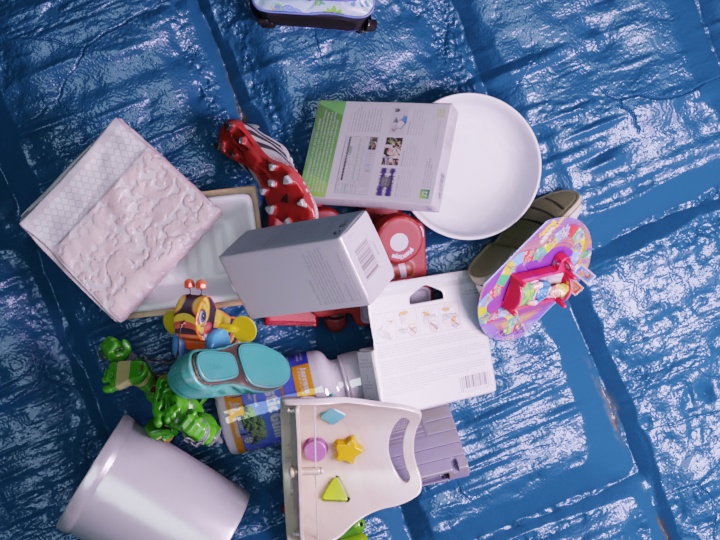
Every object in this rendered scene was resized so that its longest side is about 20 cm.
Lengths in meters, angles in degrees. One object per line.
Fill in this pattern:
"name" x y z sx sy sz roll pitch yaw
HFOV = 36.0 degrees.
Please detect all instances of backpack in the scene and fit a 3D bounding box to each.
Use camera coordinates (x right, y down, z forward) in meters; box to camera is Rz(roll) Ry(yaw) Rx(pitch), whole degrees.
"backpack" -0.059 -0.434 1.480 0.182 0.147 0.201 3 87 -6

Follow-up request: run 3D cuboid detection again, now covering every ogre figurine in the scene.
"ogre figurine" -0.243 0.165 1.409 0.199 0.120 0.098 13 69 29

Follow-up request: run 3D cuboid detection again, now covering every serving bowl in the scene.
"serving bowl" 0.145 -0.141 1.535 0.199 0.066 0.201 0 90 -4

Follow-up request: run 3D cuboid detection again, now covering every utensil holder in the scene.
"utensil holder" -0.270 0.313 1.459 0.200 0.170 0.170 32 88 -5

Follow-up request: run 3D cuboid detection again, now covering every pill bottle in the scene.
"pill bottle" -0.091 0.171 1.497 0.199 0.112 0.112 -14 91 -3

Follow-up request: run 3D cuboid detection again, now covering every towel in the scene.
"towel" -0.313 -0.067 1.441 0.191 0.032 0.200 43 90 -2

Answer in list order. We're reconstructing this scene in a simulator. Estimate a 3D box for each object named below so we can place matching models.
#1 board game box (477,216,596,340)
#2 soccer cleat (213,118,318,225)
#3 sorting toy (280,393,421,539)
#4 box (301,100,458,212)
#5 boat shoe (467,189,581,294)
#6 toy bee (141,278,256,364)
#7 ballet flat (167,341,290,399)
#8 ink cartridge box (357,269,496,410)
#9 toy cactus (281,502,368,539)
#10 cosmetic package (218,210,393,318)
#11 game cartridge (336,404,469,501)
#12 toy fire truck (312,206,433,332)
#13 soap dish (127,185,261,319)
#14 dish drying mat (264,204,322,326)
"board game box" 0.248 0.022 1.503 0.200 0.158 0.039 -45 50 -1
"soccer cleat" -0.113 -0.131 1.483 0.200 0.085 0.069 46 119 21
"sorting toy" -0.010 0.236 1.410 0.179 0.107 0.201 -2 105 -6
"box" 0.022 -0.155 1.484 0.199 0.036 0.145 6 75 24
"boat shoe" 0.235 -0.033 1.543 0.200 0.075 0.068 -40 124 -13
"toy bee" -0.197 0.068 1.424 0.130 0.200 0.109 6 87 1
"ballet flat" -0.169 0.127 1.381 0.070 0.200 0.068 -23 75 27
"ink cartridge box" 0.086 0.096 1.498 0.200 0.044 0.174 -8 89 -34
"toy cactus" -0.062 0.393 1.518 0.165 0.102 0.200 -32 101 7
"cosmetic package" -0.069 -0.005 1.391 0.200 0.074 0.102 -6 119 36
"game cartridge" 0.036 0.244 1.509 0.199 0.130 0.038 -12 134 -4
"toy fire truck" 0.000 0.000 1.505 0.199 0.112 0.168 -10 110 -13
"soap dish" -0.230 -0.024 1.502 0.199 0.081 0.158 -7 91 -3
"dish drying mat" -0.093 -0.023 1.544 0.077 0.018 0.201 2 91 -5
